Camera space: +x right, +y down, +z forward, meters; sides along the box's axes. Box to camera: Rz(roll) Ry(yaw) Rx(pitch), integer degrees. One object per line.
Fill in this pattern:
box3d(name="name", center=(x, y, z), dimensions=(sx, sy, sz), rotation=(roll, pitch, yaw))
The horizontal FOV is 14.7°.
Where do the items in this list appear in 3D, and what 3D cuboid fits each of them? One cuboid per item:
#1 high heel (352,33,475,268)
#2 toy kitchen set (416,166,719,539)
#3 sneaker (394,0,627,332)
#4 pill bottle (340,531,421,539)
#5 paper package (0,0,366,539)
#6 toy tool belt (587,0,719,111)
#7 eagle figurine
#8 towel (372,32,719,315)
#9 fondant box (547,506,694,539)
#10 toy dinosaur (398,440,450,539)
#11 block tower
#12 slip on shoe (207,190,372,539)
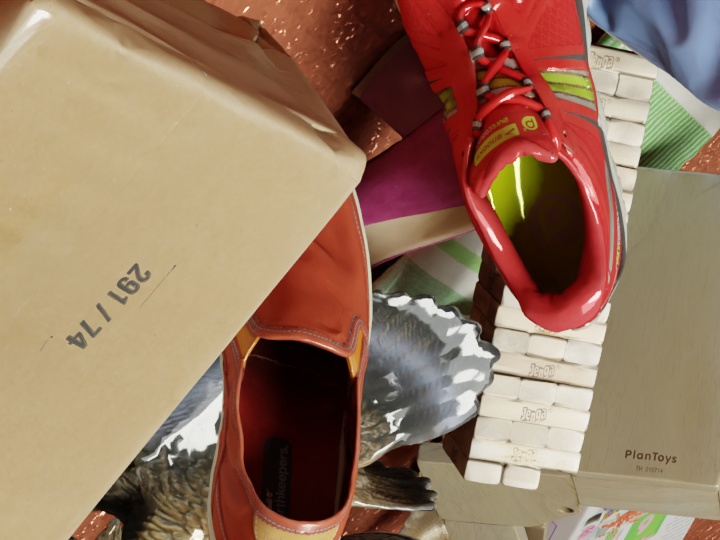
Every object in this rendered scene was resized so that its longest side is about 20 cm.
box3d(name="high heel", center=(0.000, 0.000, 1.203), dimensions=(0.067, 0.096, 0.200), rotation=(1, 129, -56))
box3d(name="toy kitchen set", center=(0.150, 0.062, 1.407), dimensions=(0.181, 0.199, 0.164), rotation=(68, 30, -62))
box3d(name="sneaker", center=(0.062, -0.069, 1.102), dimensions=(0.077, 0.201, 0.085), rotation=(-19, -165, 12))
box3d(name="pill bottle", center=(0.002, 0.189, 1.355), dimensions=(0.120, 0.120, 0.200), rotation=(-50, 171, 11))
box3d(name="paper package", center=(-0.131, -0.017, 0.951), dimensions=(0.200, 0.104, 0.190), rotation=(-50, 141, 12))
box3d(name="toy tool belt", center=(0.151, -0.115, 1.142), dimensions=(0.123, 0.200, 0.125), rotation=(-20, 137, -44))
box3d(name="eagle figurine", center=(-0.048, 0.096, 1.218), dimensions=(0.200, 0.151, 0.151), rotation=(-45, 124, -30))
box3d(name="towel", center=(0.097, -0.041, 1.372), dimensions=(0.200, 0.023, 0.152), rotation=(-46, 154, 7))
box3d(name="fondant box", center=(0.163, 0.096, 1.628), dimensions=(0.144, 0.058, 0.201), rotation=(-19, 143, -42))
box3d(name="toy dinosaur", center=(0.051, 0.132, 1.541), dimensions=(0.200, 0.058, 0.101), rotation=(-47, 140, -13))
box3d(name="block tower", center=(0.085, -0.005, 1.265), dimensions=(0.054, 0.058, 0.201), rotation=(9, 100, -12))
box3d(name="slip on shoe", center=(-0.026, 0.029, 1.121), dimensions=(0.074, 0.201, 0.061), rotation=(10, 153, -15))
